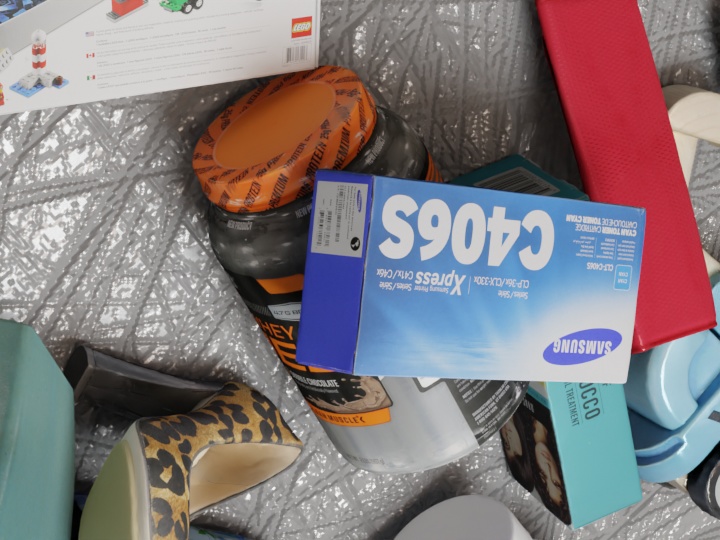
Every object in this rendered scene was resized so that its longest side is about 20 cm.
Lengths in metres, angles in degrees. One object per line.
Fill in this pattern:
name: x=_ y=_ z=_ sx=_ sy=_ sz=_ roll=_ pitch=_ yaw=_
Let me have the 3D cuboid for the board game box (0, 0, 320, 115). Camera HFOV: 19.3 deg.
board game box: x=-0.116 y=-0.146 z=1.024 sx=0.200 sy=0.035 sz=0.126 roll=-10 pitch=124 yaw=-19

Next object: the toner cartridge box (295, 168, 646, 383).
toner cartridge box: x=0.059 y=0.006 z=1.050 sx=0.200 sy=0.043 sz=0.095 roll=4 pitch=94 yaw=-44

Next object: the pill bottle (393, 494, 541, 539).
pill bottle: x=0.098 y=0.229 z=1.247 sx=0.120 sy=0.120 sz=0.200 roll=-41 pitch=122 yaw=-8

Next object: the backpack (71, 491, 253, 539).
backpack: x=-0.107 y=0.232 z=1.129 sx=0.200 sy=0.147 sz=0.183 roll=17 pitch=103 yaw=-34

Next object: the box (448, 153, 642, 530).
box: x=0.105 y=0.041 z=1.202 sx=0.049 sy=0.082 sz=0.200 roll=-22 pitch=117 yaw=-17

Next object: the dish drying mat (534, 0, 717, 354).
dish drying mat: x=0.148 y=-0.058 z=1.170 sx=0.077 sy=0.018 sz=0.200 roll=-15 pitch=89 yaw=-38

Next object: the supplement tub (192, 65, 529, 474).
supplement tub: x=0.000 y=0.000 z=1.108 sx=0.122 sy=0.123 sz=0.200 roll=-36 pitch=120 yaw=-11

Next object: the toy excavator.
toy excavator: x=0.195 y=0.019 z=1.240 sx=0.200 sy=0.100 sz=0.194 roll=42 pitch=86 yaw=-24

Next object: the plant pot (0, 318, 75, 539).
plant pot: x=-0.213 y=0.124 z=0.999 sx=0.141 sy=0.141 sz=0.200 roll=76 pitch=27 yaw=-64

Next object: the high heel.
high heel: x=-0.072 y=0.120 z=1.076 sx=0.142 sy=0.200 sz=0.071 roll=21 pitch=119 yaw=-29
